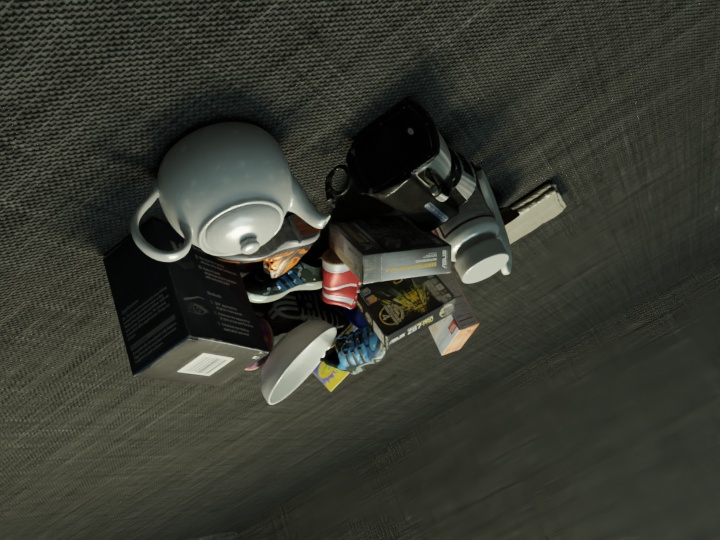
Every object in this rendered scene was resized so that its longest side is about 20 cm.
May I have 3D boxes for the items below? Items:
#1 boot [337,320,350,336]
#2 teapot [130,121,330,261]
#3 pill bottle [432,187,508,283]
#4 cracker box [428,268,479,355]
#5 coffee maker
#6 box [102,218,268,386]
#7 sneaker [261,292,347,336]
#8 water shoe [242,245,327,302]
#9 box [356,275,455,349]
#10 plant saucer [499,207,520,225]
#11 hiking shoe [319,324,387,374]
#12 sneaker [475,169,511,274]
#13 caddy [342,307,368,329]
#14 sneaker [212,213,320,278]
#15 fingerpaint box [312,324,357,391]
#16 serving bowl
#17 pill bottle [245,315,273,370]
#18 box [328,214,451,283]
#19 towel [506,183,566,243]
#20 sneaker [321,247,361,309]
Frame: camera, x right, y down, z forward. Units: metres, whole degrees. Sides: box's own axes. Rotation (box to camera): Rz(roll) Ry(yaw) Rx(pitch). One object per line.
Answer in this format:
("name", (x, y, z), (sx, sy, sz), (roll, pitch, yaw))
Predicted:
("boot", (-0.080, 0.155, 1.531), (0.095, 0.076, 0.200), (-24, 169, -19))
("teapot", (-0.174, -0.087, 0.871), (0.197, 0.149, 0.197), (-31, 155, 16))
("pill bottle", (0.176, -0.087, 1.141), (0.107, 0.203, 0.110), (-20, 157, -9))
("cracker box", (0.181, 0.069, 1.462), (0.056, 0.203, 0.135), (-14, 155, -20))
("coffee maker", (0.070, -0.151, 1.035), (0.188, 0.138, 0.199), (-8, 163, 26))
("box", (-0.265, 0.057, 1.002), (0.116, 0.203, 0.196), (-32, 155, 16))
("sneaker", (-0.129, 0.101, 1.401), (0.197, 0.077, 0.115), (17, 139, -42))
("water shoe", (-0.139, -0.002, 1.197), (0.196, 0.072, 0.080), (-14, 133, -35))
("box", (0.067, 0.038, 1.266), (0.158, 0.201, 0.050), (-24, 140, -16))
("plant saucer", (0.236, -0.080, 1.349), (0.197, 0.033, 0.200), (-30, 180, 0))
("hiking shoe", (-0.006, 0.156, 1.311), (0.085, 0.076, 0.201), (9, 143, -25))
("sneaker", (0.218, -0.078, 1.228), (0.097, 0.205, 0.070), (-21, 167, 22))
("caddy", (0.056, 0.048, 1.373), (0.195, 0.144, 0.106), (-18, 153, -13))
("sneaker", (-0.164, -0.027, 1.085), (0.196, 0.079, 0.113), (-9, 151, -32))
("fingerpaint box", (-0.012, 0.168, 1.498), (0.200, 0.073, 0.167), (-46, 177, 5))
("serving bowl", (-0.136, 0.173, 1.318), (0.200, 0.065, 0.201), (-47, 166, -16))
("pill bottle", (-0.262, 0.126, 1.254), (0.110, 0.113, 0.199), (-31, 155, 15))
("box", (0.045, -0.042, 1.109), (0.154, 0.200, 0.050), (-8, 111, -17))
("towel", (0.367, -0.119, 1.473), (0.198, 0.035, 0.132), (-33, 154, 17))
("sneaker", (0.000, 0.000, 1.237), (0.197, 0.071, 0.115), (-20, 131, -40))
